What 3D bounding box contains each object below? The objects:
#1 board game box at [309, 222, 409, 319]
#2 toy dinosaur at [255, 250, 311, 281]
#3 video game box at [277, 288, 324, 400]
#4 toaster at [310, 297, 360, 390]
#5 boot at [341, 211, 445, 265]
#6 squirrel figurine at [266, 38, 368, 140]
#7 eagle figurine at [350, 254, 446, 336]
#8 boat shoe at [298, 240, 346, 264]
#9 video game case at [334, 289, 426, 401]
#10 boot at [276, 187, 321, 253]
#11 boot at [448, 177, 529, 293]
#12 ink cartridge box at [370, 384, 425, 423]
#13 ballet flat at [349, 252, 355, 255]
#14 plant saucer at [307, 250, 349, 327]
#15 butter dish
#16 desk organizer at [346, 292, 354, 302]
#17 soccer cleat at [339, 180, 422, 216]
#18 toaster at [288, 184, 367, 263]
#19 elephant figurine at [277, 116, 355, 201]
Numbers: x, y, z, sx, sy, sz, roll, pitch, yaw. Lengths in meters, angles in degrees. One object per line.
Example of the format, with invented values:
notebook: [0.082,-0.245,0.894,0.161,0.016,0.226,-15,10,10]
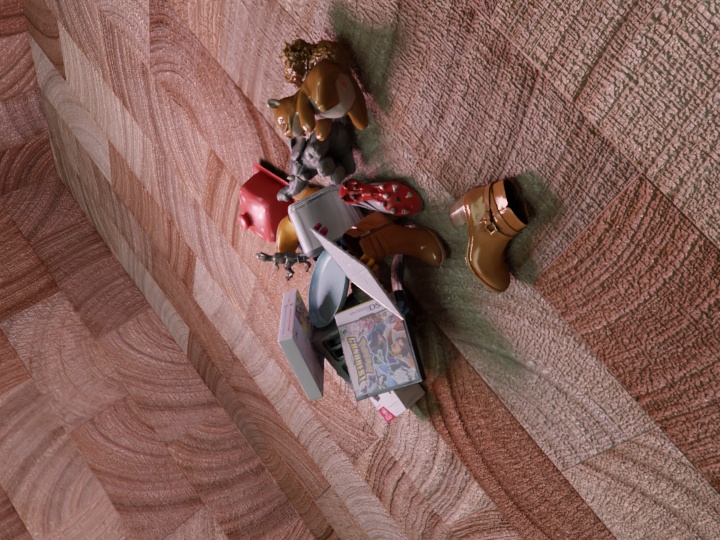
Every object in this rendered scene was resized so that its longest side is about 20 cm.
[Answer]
board game box: [0.000,0.000,1.338,0.199,0.026,0.201,36,169,42]
toy dinosaur: [-0.168,-0.023,1.627,0.089,0.195,0.048,72,-167,-46]
video game box: [-0.140,0.179,1.559,0.184,0.046,0.203,-88,-20,-55]
toaster: [0.000,0.174,1.575,0.198,0.120,0.182,-29,113,26]
boot: [0.069,-0.049,1.357,0.199,0.153,0.075,35,135,31]
squirrel figurine: [-0.102,-0.367,1.316,0.184,0.140,0.205,-10,84,40]
eagle figurine: [0.075,0.055,1.477,0.202,0.151,0.151,55,170,-6]
boat shoe: [-0.115,-0.058,1.675,0.083,0.070,0.198,22,169,-32]
video game case: [0.040,0.167,1.419,0.178,0.025,0.205,-22,77,30]
boot: [-0.134,-0.108,1.613,0.143,0.070,0.206,23,99,42]
boot: [0.258,-0.064,1.172,0.154,0.076,0.204,-24,90,55]
ink cartridge box: [0.064,0.291,1.738,0.201,0.083,0.146,52,149,10]
ballet flat: [-0.070,-0.001,1.685,0.199,0.071,0.070,-12,108,58]
plant saucer: [-0.074,0.040,1.559,0.199,0.027,0.205,-36,47,52]
butter dish: [-0.270,-0.160,1.761,0.199,0.147,0.203,34,141,34]
desk organizer: [-0.036,0.104,1.698,0.075,0.073,0.201,15,149,-12]
soccer cleat: [0.047,-0.160,1.390,0.196,0.085,0.070,11,99,24]
toaster: [-0.085,-0.117,1.498,0.131,0.197,0.114,64,180,-4]
elephant figurine: [-0.112,-0.256,1.446,0.198,0.155,0.143,2,127,50]
